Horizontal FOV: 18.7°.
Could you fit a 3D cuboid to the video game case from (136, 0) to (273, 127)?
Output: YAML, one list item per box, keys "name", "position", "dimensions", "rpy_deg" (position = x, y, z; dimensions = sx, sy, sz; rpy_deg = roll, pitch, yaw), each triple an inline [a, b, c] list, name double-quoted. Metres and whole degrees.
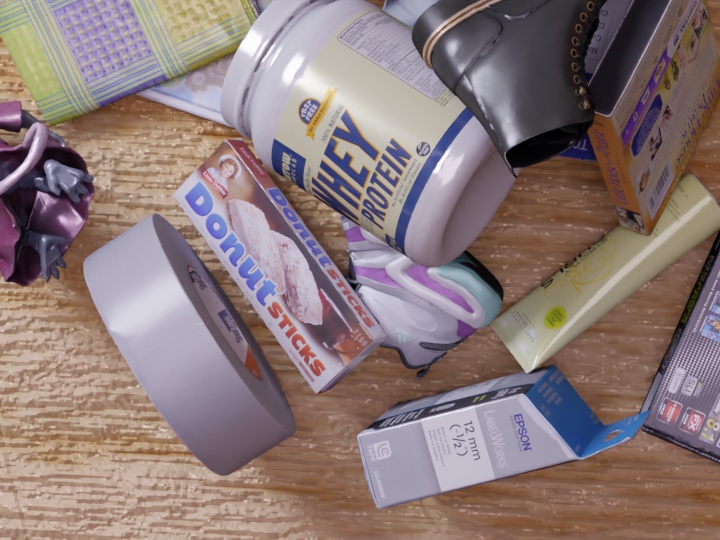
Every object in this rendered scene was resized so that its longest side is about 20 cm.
- name: "video game case"
  position: [-0.119, -0.215, 1.730]
  dimensions: [0.200, 0.022, 0.182]
  rpy_deg: [19, 95, 0]

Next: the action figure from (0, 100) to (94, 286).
- name: "action figure"
  position: [-0.300, -0.076, 1.683]
  dimensions: [0.200, 0.149, 0.134]
  rpy_deg: [37, 85, 30]

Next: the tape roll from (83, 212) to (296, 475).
- name: "tape roll"
  position: [-0.129, 0.057, 1.663]
  dimensions: [0.066, 0.200, 0.200]
  rpy_deg: [-33, 93, 5]

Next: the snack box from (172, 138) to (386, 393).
- name: "snack box"
  position: [-0.064, -0.005, 1.707]
  dimensions: [0.072, 0.024, 0.200]
  rpy_deg: [-43, 76, 28]

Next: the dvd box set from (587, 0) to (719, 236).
- name: "dvd box set"
  position: [0.220, -0.131, 1.627]
  dimensions: [0.029, 0.200, 0.147]
  rpy_deg: [22, 74, 24]

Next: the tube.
- name: "tube"
  position: [0.195, 0.002, 1.720]
  dimensions: [0.200, 0.058, 0.052]
  rpy_deg: [-37, 84, 2]

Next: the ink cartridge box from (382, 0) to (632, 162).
- name: "ink cartridge box"
  position: [0.114, -0.195, 1.657]
  dimensions: [0.199, 0.041, 0.200]
  rpy_deg: [11, 80, 25]

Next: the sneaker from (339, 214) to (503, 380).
- name: "sneaker"
  position: [0.000, 0.000, 1.718]
  dimensions: [0.140, 0.078, 0.200]
  rpy_deg: [-45, 83, 11]

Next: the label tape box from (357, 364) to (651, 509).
- name: "label tape box"
  position: [0.112, 0.118, 1.672]
  dimensions: [0.200, 0.143, 0.066]
  rpy_deg: [-17, 92, 15]

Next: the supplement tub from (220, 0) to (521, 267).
- name: "supplement tub"
  position: [0.012, -0.110, 1.610]
  dimensions: [0.200, 0.145, 0.145]
  rpy_deg: [33, 95, 16]

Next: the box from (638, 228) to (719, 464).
- name: "box"
  position: [0.331, 0.064, 1.730]
  dimensions: [0.160, 0.044, 0.200]
  rpy_deg: [24, 95, 0]

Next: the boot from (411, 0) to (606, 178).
- name: "boot"
  position: [0.154, -0.157, 1.519]
  dimensions: [0.200, 0.077, 0.138]
  rpy_deg: [-31, 61, 1]

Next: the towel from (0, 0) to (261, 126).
- name: "towel"
  position: [-0.184, -0.210, 1.702]
  dimensions: [0.200, 0.023, 0.144]
  rpy_deg: [-24, 100, 10]
